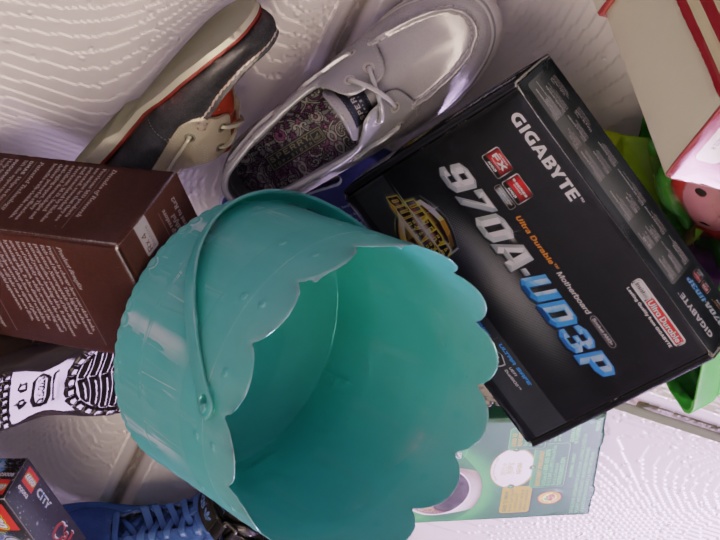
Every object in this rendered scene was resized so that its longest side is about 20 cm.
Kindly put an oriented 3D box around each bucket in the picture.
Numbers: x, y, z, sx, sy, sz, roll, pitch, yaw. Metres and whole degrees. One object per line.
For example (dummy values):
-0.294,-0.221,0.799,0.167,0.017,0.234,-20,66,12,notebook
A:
-0.036,0.057,1.473,0.135,0.207,0.208,24,147,43,bucket

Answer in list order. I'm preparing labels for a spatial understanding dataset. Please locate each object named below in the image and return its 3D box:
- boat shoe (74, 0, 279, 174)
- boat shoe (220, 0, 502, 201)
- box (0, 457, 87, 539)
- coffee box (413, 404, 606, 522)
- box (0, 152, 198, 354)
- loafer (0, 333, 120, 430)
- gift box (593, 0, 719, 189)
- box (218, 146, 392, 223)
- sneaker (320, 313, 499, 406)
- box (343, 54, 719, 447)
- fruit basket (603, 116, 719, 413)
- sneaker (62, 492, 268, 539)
-0.106,-0.091,1.529,0.063,0.071,0.200,41,128,-11,boat shoe
-0.003,-0.101,1.507,0.200,0.069,0.072,-28,99,18,boat shoe
-0.240,0.207,1.726,0.136,0.038,0.200,-2,134,33,box
0.061,0.120,1.699,0.199,0.044,0.123,-3,141,-4,coffee box
-0.188,-0.012,1.547,0.199,0.075,0.100,10,138,35,box
-0.202,0.052,1.631,0.199,0.071,0.073,-9,132,-36,loafer
0.238,-0.163,1.384,0.199,0.187,0.185,15,133,-31,gift box
0.000,0.000,1.632,0.121,0.032,0.200,-16,129,14,box
0.044,0.036,1.598,0.199,0.076,0.091,-7,122,3,sneaker
0.106,-0.008,1.501,0.159,0.046,0.200,-30,99,42,box
0.179,-0.028,1.541,0.215,0.156,0.216,-11,133,-12,fruit basket
-0.122,0.173,1.752,0.199,0.077,0.111,13,132,-11,sneaker
